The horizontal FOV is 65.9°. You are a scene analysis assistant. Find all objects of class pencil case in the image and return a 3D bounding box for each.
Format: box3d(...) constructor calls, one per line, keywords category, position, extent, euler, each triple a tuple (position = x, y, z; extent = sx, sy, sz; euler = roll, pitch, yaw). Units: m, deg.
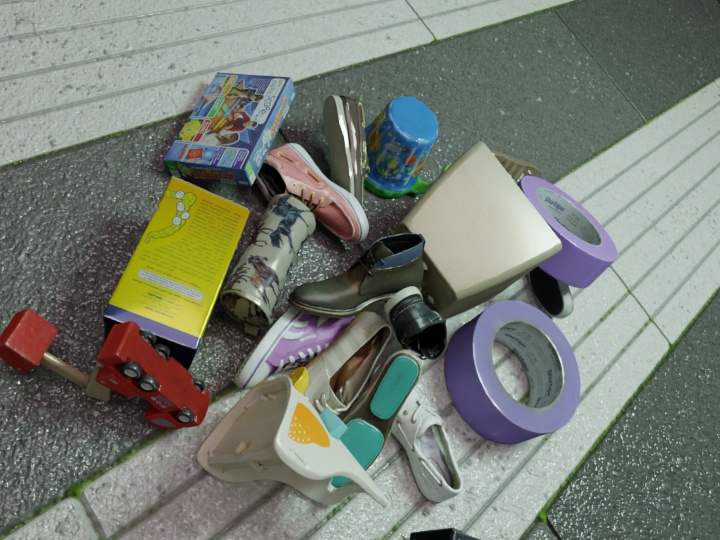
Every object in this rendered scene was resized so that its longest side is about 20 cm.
box3d(category="pencil case", position=(-0.124, -0.015, 0.765), extent=(0.076, 0.090, 0.203), euler=(21, 52, -2))

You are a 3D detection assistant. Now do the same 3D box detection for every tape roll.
box3d(category="tape roll", position=(0.234, 0.156, 0.855), extent=(0.196, 0.085, 0.204), euler=(11, 61, -20))
box3d(category="tape roll", position=(0.328, -0.067, 0.926), extent=(0.197, 0.066, 0.202), euler=(25, 36, -19))

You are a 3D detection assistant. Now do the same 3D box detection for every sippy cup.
box3d(category="sippy cup", position=(0.064, -0.216, 0.940), extent=(0.174, 0.131, 0.143), euler=(4, 62, -23))

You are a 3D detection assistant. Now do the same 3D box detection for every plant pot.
box3d(category="plant pot", position=(0.144, -0.034, 0.855), extent=(0.175, 0.200, 0.201), euler=(-32, 80, -25))

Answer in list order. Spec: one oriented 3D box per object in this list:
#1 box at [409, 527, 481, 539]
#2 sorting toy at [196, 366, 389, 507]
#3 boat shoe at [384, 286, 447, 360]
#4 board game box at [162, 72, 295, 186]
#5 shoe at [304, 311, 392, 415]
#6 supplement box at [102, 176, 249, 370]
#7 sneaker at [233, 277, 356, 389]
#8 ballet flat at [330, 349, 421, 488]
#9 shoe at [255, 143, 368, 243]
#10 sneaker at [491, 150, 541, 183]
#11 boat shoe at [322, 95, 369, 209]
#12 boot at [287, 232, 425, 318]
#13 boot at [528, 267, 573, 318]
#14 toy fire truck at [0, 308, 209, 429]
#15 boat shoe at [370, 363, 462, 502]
box3d(category="box", position=(0.147, 0.436, 0.640), extent=(0.195, 0.123, 0.203), euler=(24, 58, -11))
box3d(category="sorting toy", position=(-0.059, 0.214, 0.629), extent=(0.180, 0.199, 0.108), euler=(45, 51, -17))
box3d(category="boat shoe", position=(0.088, 0.089, 0.764), extent=(0.074, 0.200, 0.067), euler=(-31, 61, -2))
box3d(category="board game box", position=(-0.192, -0.219, 0.836), extent=(0.132, 0.035, 0.203), euler=(9, 57, 15))
box3d(category="shoe", position=(-0.030, 0.137, 0.714), extent=(0.201, 0.053, 0.070), euler=(-51, 124, -14))
box3d(category="supplement box", position=(-0.227, 0.008, 0.693), extent=(0.108, 0.109, 0.203), euler=(22, 56, -14))
box3d(category="sneaker", position=(-0.071, 0.106, 0.742), extent=(0.114, 0.073, 0.201), euler=(45, 54, -1))
box3d(category="ballet flat", position=(0.014, 0.192, 0.729), extent=(0.068, 0.067, 0.201), euler=(38, 89, -4))
box3d(category="shoe", position=(-0.080, -0.108, 0.842), extent=(0.200, 0.072, 0.091), euler=(48, 41, 10))
box3d(category="sneaker", position=(0.271, -0.173, 1.056), extent=(0.196, 0.071, 0.077), euler=(2, 64, -24))
box3d(category="boat shoe", position=(-0.015, -0.176, 0.888), extent=(0.058, 0.071, 0.205), euler=(-9, 92, -31))
box3d(category="boot", position=(0.000, 0.000, 0.736), extent=(0.196, 0.099, 0.075), euler=(-6, 33, -28))
box3d(category="boot", position=(0.374, -0.010, 1.022), extent=(0.141, 0.073, 0.204), euler=(1, 61, -27))
box3d(category="toy fire truck", position=(-0.277, 0.114, 0.616), extent=(0.201, 0.138, 0.049), euler=(58, 28, -38))
box3d(category="boat shoe", position=(0.083, 0.212, 0.760), extent=(0.070, 0.069, 0.203), euler=(-21, 74, -31))
